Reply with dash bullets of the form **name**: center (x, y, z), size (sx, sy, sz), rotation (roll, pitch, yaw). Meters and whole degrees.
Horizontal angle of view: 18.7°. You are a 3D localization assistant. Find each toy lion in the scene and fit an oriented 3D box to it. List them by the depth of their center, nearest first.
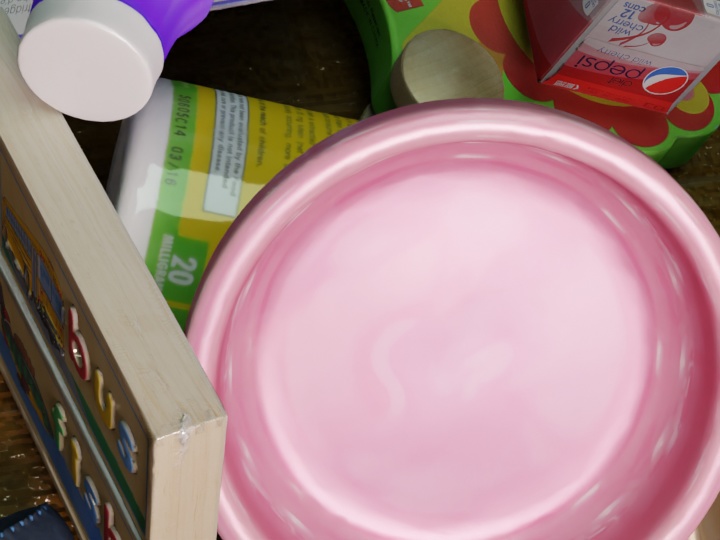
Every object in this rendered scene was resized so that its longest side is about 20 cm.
- **toy lion**: center (0.065, -0.123, 0.947), size (0.190, 0.069, 0.201), rotation (-18, 70, -30)

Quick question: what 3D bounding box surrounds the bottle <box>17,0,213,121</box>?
- **bottle**: center (-0.072, -0.140, 0.777), size (0.083, 0.065, 0.201), rotation (-8, 47, 22)

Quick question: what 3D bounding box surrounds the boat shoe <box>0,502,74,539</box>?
- **boat shoe**: center (-0.190, 0.121, 0.735), size (0.199, 0.084, 0.069), rotation (-26, 85, -28)

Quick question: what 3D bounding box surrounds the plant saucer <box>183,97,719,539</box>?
- **plant saucer**: center (0.035, 0.034, 0.763), size (0.199, 0.202, 0.051), rotation (10, 19, -11)

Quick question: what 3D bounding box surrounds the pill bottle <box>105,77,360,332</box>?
- **pill bottle**: center (0.000, 0.000, 0.833), size (0.198, 0.111, 0.112), rotation (11, 61, -10)

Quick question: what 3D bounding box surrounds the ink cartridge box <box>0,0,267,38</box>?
- **ink cartridge box**: center (-0.069, -0.173, 0.883), size (0.196, 0.043, 0.202), rotation (-6, 60, 22)

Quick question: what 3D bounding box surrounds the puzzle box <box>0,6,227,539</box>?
- **puzzle box**: center (-0.099, 0.022, 0.752), size (0.025, 0.134, 0.201), rotation (-16, 51, -22)

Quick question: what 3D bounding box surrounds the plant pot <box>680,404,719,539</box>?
- **plant pot**: center (0.208, 0.066, 0.846), size (0.199, 0.093, 0.203), rotation (-2, 103, -7)

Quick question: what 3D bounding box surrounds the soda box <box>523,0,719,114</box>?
- **soda box**: center (0.103, -0.169, 0.925), size (0.069, 0.063, 0.202), rotation (11, 53, -25)
